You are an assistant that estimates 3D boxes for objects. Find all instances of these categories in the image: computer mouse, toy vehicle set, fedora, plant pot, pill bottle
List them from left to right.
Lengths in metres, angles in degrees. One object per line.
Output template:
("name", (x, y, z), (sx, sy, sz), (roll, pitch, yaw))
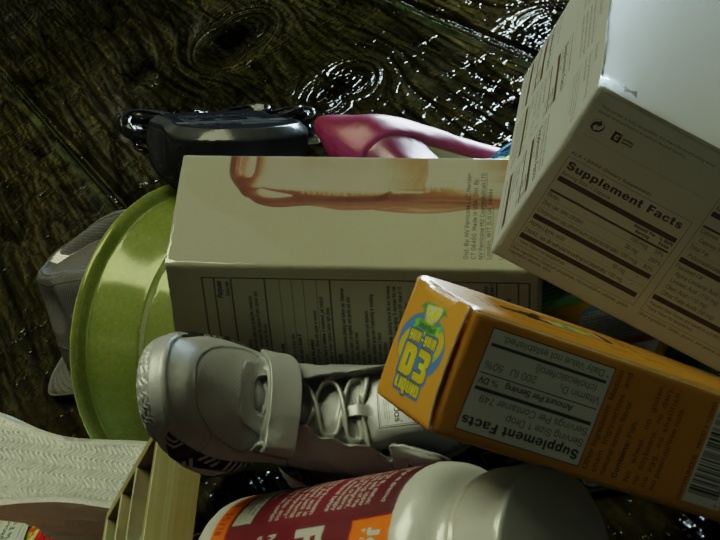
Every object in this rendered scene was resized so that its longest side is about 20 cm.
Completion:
("fedora", (-0.190, 0.013, 1.647), (0.200, 0.090, 0.177), (-10, 32, 44))
("toy vehicle set", (-0.121, 0.195, 1.104), (0.124, 0.026, 0.200), (123, 157, -52))
("computer mouse", (-0.082, -0.073, 1.322), (0.138, 0.053, 0.200), (-2, 9, -10))
("plant pot", (-0.042, 0.049, 1.291), (0.190, 0.200, 0.200), (6, 43, 39))
("pill bottle", (0.019, 0.158, 1.048), (0.200, 0.114, 0.114), (-15, 29, 39))

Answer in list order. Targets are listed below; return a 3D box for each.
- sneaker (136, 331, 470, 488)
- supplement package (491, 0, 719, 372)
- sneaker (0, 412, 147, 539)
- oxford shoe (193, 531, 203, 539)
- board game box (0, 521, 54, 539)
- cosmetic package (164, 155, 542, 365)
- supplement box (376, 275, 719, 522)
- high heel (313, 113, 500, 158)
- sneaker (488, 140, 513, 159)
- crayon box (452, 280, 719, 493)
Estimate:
("sneaker", (-0.020, 0.069, 1.085), (0.115, 0.200, 0.075), (-15, 64, 33))
("supplement package", (0.169, -0.064, 1.089), (0.111, 0.155, 0.200), (-59, 8, 32))
("sneaker", (-0.201, 0.150, 1.295), (0.199, 0.116, 0.074), (10, 53, 8))
("oxford shoe", (-0.104, 0.191, 1.238), (0.200, 0.071, 0.075), (-18, -5, 44))
("board game box", (-0.260, 0.207, 1.411), (0.200, 0.046, 0.152), (-20, 26, 30))
("cosmetic package", (0.000, 0.000, 1.145), (0.199, 0.104, 0.087), (2, 49, 3))
("supplement box", (0.111, 0.065, 1.002), (0.069, 0.200, 0.067), (-67, 25, 4))
("high heel", (0.056, -0.065, 1.368), (0.096, 0.200, 0.067), (38, 114, 32))
("sneaker", (0.130, -0.060, 1.218), (0.200, 0.076, 0.105), (-43, -11, 3))
("crayon box", (0.145, 0.045, 1.187), (0.126, 0.052, 0.200), (-15, 30, 39))
